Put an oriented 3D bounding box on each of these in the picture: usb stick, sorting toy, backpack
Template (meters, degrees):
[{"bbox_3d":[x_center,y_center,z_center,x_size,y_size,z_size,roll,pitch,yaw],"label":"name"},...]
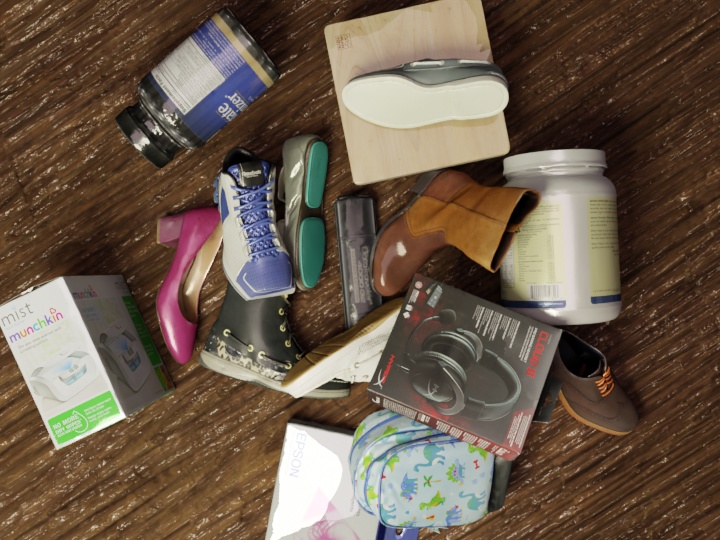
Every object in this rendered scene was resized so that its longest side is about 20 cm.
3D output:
[{"bbox_3d":[0.000,0.000,1.042,0.055,0.033,0.202,-5,90,-6],"label":"usb stick"},{"bbox_3d":[0.071,-0.224,1.016,0.197,0.070,0.202,-11,90,3],"label":"sorting toy"},{"bbox_3d":[0.083,0.234,0.970,0.198,0.154,0.164,6,114,1],"label":"backpack"}]

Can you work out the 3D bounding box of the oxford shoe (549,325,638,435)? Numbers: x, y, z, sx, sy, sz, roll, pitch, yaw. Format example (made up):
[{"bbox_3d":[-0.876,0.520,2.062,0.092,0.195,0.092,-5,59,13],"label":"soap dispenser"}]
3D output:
[{"bbox_3d":[0.284,0.140,0.987,0.200,0.072,0.071,40,72,-16],"label":"oxford shoe"}]

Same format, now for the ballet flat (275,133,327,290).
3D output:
[{"bbox_3d":[-0.080,-0.076,1.039,0.063,0.067,0.202,4,90,31],"label":"ballet flat"}]

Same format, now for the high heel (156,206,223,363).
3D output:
[{"bbox_3d":[-0.211,0.017,1.034,0.095,0.067,0.202,-7,87,14],"label":"high heel"}]

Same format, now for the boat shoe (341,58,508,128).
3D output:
[{"bbox_3d":[0.078,-0.220,0.961,0.198,0.073,0.062,0,47,10],"label":"boat shoe"}]

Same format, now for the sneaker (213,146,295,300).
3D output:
[{"bbox_3d":[-0.137,-0.070,0.974,0.080,0.115,0.201,-12,66,-16],"label":"sneaker"}]

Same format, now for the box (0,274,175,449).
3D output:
[{"bbox_3d":[-0.332,0.103,0.979,0.096,0.200,0.178,-25,88,3],"label":"box"}]

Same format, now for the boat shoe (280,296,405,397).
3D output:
[{"bbox_3d":[-0.003,0.109,0.985,0.199,0.071,0.070,-31,102,-17],"label":"boat shoe"}]

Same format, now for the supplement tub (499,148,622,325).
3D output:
[{"bbox_3d":[0.240,-0.039,0.970,0.144,0.145,0.202,-3,90,3],"label":"supplement tub"}]

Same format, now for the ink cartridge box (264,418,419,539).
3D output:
[{"bbox_3d":[-0.017,0.311,1.042,0.198,0.043,0.198,11,91,5],"label":"ink cartridge box"}]

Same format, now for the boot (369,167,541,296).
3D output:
[{"bbox_3d":[0.108,-0.028,0.956,0.068,0.200,0.189,39,85,-33],"label":"boot"}]

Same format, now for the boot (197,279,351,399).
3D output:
[{"bbox_3d":[-0.096,0.075,1.029,0.202,0.073,0.155,14,89,2],"label":"boot"}]

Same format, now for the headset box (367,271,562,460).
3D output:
[{"bbox_3d":[0.125,0.113,0.903,0.199,0.077,0.150,22,73,9],"label":"headset box"}]

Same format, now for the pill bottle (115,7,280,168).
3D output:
[{"bbox_3d":[-0.209,-0.227,1.012,0.200,0.112,0.112,-40,88,4],"label":"pill bottle"}]
